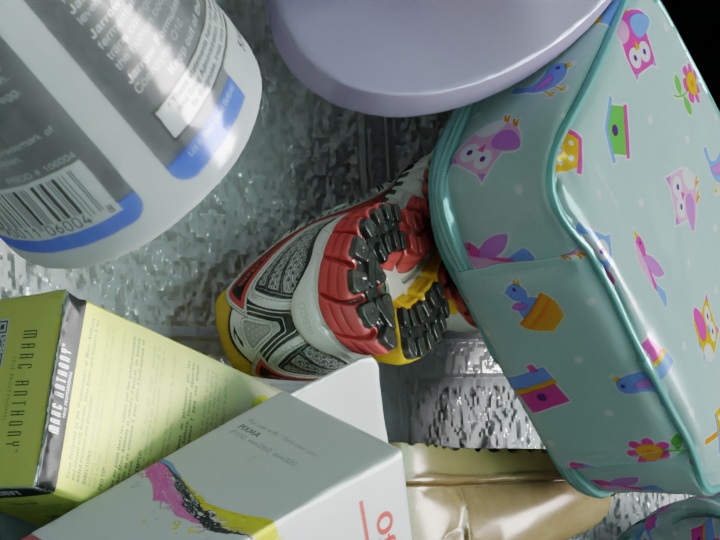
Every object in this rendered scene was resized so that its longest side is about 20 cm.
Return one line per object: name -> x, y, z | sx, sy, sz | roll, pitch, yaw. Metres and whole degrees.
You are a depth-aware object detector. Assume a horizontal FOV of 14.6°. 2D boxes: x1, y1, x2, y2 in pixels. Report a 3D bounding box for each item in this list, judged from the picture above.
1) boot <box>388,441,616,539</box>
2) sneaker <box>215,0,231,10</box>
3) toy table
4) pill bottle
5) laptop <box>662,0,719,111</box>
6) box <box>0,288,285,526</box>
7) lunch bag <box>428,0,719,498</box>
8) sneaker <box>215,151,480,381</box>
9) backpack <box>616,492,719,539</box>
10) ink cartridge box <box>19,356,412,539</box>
boot -> 0.044, 0.176, 1.191 | 0.175, 0.066, 0.201 | 6, 81, -43
sneaker -> -0.062, -0.188, 1.090 | 0.076, 0.080, 0.201 | 33, 76, -77
toy table -> 0.051, -0.160, 1.076 | 0.183, 0.117, 0.200 | 31, 66, 3
pill bottle -> -0.130, -0.104, 0.945 | 0.200, 0.113, 0.114 | 52, 47, -37
laptop -> 0.171, -0.079, 1.313 | 0.200, 0.115, 0.188 | -51, 127, -61
box -> -0.068, 0.072, 1.058 | 0.200, 0.050, 0.076 | 26, 65, -49
lunch bag -> 0.110, -0.012, 1.176 | 0.200, 0.077, 0.161 | 59, 38, -33
sneaker -> 0.000, 0.000, 1.147 | 0.200, 0.082, 0.078 | -16, 90, -69
backpack -> 0.187, 0.203, 1.306 | 0.126, 0.166, 0.201 | 16, 66, -46
ink cartridge box -> -0.042, 0.125, 1.005 | 0.199, 0.067, 0.117 | -29, 126, -34
